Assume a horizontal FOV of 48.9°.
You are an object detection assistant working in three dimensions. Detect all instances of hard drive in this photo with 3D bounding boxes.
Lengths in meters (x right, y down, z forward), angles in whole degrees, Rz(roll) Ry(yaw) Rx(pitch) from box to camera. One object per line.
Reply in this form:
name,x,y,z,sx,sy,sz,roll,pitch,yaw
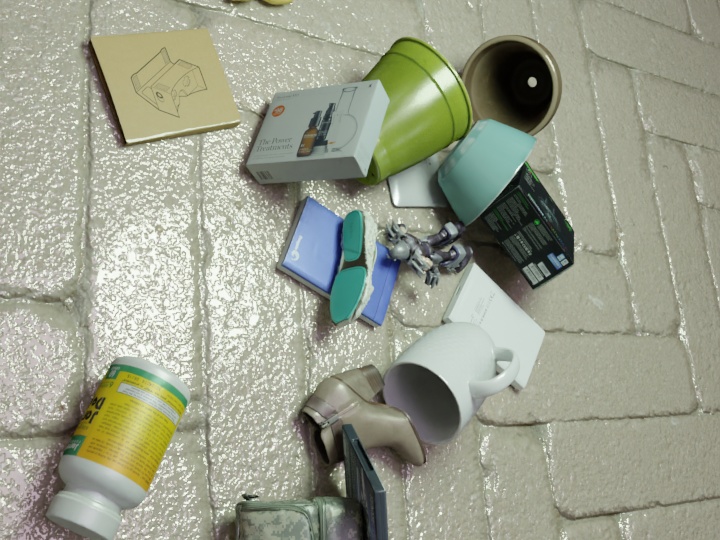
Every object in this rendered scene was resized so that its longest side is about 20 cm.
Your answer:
hard drive,-0.030,-0.013,1.287,0.198,0.025,0.134,32,59,-22
hard drive,0.245,0.101,1.438,0.199,0.027,0.133,42,55,-15

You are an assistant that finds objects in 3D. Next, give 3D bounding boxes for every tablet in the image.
tablet,0.092,-0.213,1.449,0.128,0.014,0.204,-2,75,-35

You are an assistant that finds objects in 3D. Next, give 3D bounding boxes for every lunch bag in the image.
lunch bag,-0.089,0.400,1.038,0.164,0.139,0.205,7,70,-20

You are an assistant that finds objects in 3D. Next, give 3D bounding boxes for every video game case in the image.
video game case,0.006,0.315,1.070,0.019,0.200,0.146,-6,104,-12

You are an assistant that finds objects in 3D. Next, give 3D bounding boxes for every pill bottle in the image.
pill bottle,-0.296,0.218,0.967,0.112,0.112,0.203,33,59,-20

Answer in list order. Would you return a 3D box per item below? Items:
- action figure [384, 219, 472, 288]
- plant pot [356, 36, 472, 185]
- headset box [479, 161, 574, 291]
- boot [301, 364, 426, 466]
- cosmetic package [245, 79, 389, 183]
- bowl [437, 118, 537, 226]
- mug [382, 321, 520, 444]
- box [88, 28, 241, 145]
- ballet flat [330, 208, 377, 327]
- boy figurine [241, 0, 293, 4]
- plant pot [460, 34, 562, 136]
action figure,0.113,-0.032,1.355,0.198,0.069,0.132,-7,62,-45
plant pot,0.051,-0.251,1.330,0.192,0.200,0.202,-40,98,-19
headset box,0.314,-0.089,1.469,0.175,0.092,0.200,53,24,-7
boot,0.001,0.246,1.200,0.145,0.070,0.202,-33,93,-31
cosmetic package,-0.066,-0.213,1.227,0.052,0.196,0.153,55,44,-46
bowl,0.211,-0.190,1.419,0.104,0.201,0.202,38,55,-3
mug,0.159,0.162,1.251,0.175,0.197,0.150,-37,111,-44
box,-0.292,-0.282,1.201,0.198,0.021,0.166,-18,85,-38
ballet flat,0.000,0.000,1.248,0.071,0.071,0.204,21,64,-27
boy figurine,-0.153,-0.514,1.353,0.199,0.064,0.126,-37,99,-41
plant pot,0.316,-0.366,1.564,0.203,0.199,0.174,60,36,-2
